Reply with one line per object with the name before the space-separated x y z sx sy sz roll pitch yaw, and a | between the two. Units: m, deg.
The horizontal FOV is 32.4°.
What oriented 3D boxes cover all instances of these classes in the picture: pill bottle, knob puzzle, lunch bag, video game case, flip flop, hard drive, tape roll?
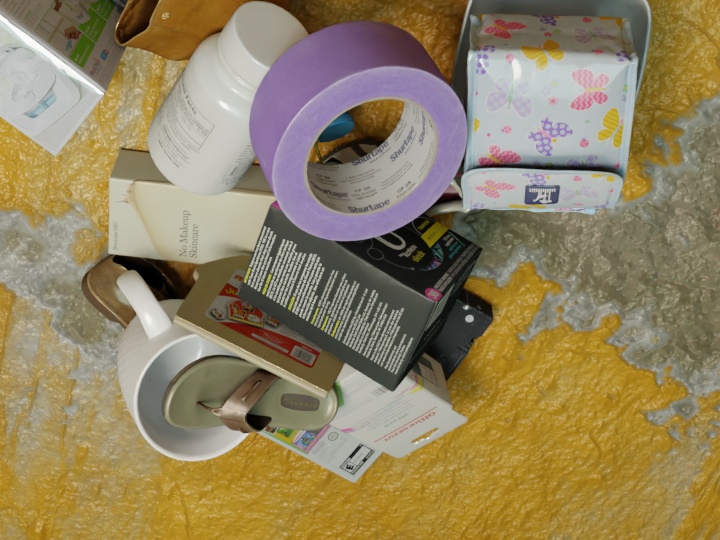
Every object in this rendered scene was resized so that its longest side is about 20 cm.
pill bottle | -0.131 -0.176 1.262 0.114 0.115 0.200 28 138 -15
knob puzzle | -0.092 0.050 1.327 0.217 0.221 0.031 19 121 -11
lunch bag | 0.186 -0.144 1.240 0.167 0.128 0.202 4 127 4
video game case | -0.028 0.160 1.534 0.181 0.022 0.200 29 122 -16
flip flop | -0.110 0.140 1.297 0.198 0.058 0.082 10 104 -25
hard drive | 0.042 0.056 1.498 0.198 0.038 0.140 26 118 -15
tape roll | -0.002 -0.132 1.195 0.198 0.085 0.202 -14 134 -15

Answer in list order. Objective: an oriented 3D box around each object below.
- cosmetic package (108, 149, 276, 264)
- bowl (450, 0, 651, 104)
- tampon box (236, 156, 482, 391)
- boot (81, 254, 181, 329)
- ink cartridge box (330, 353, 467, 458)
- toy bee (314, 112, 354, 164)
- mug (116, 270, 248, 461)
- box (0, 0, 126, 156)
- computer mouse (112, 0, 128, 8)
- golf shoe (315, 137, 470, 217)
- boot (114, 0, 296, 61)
cosmetic package | -0.182 -0.067 1.406 0.197 0.073 0.105 5 122 -3
bowl | 0.195 -0.221 1.306 0.197 0.075 0.202 7 120 -3
tampon box | 0.000 0.000 1.311 0.199 0.150 0.127 31 123 10
boot | -0.235 0.055 1.474 0.200 0.074 0.075 40 128 -19
ink cartridge box | 0.026 0.140 1.440 0.116 0.068 0.200 -31 139 21
toy bee | -0.049 -0.188 1.310 0.200 0.108 0.131 -48 66 16
mug | -0.209 0.087 1.371 0.147 0.175 0.201 -32 117 -9
box | -0.328 -0.240 1.229 0.176 0.201 0.097 35 116 -20
computer mouse | -0.192 -0.344 1.258 0.109 0.044 0.200 36 121 -14
golf shoe | 0.037 -0.098 1.377 0.197 0.088 0.078 -4 123 5
boot | -0.144 -0.281 1.235 0.201 0.143 0.071 -40 70 27
